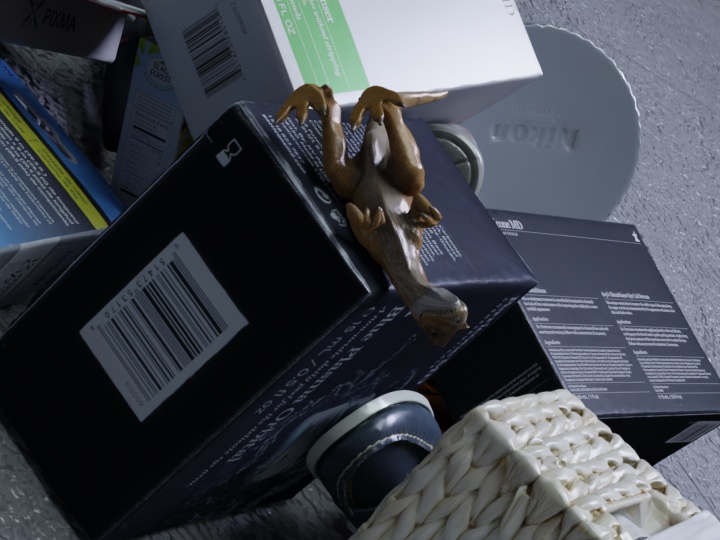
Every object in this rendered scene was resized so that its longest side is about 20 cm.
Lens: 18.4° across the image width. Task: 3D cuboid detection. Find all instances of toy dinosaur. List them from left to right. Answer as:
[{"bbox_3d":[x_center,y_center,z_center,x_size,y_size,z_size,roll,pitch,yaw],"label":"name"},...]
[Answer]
[{"bbox_3d":[0.007,-0.047,1.013,0.200,0.060,0.106,-96,164,-46],"label":"toy dinosaur"}]

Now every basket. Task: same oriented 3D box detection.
[{"bbox_3d":[0.062,0.163,1.074,0.123,0.200,0.136,49,21,18],"label":"basket"}]

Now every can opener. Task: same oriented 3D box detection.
[{"bbox_3d":[-0.135,-0.129,1.395,0.063,0.079,0.200,46,30,-24],"label":"can opener"}]

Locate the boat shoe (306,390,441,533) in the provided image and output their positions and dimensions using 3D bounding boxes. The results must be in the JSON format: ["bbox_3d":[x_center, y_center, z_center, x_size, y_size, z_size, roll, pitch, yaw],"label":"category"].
[{"bbox_3d":[0.020,0.120,1.179,0.062,0.075,0.200,60,-5,22],"label":"boat shoe"}]

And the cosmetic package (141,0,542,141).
[{"bbox_3d":[-0.007,-0.125,1.177,0.200,0.085,0.108,-15,81,-47],"label":"cosmetic package"}]

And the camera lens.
[{"bbox_3d":[0.090,-0.084,1.517,0.160,0.160,0.200,44,-11,-8],"label":"camera lens"}]

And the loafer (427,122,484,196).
[{"bbox_3d":[0.000,0.000,1.241,0.072,0.200,0.063,40,13,-2],"label":"loafer"}]

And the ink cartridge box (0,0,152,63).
[{"bbox_3d":[-0.174,-0.142,1.227,0.173,0.044,0.200,22,6,16],"label":"ink cartridge box"}]

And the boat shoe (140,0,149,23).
[{"bbox_3d":[-0.101,-0.177,1.350,0.200,0.072,0.072,13,83,-70],"label":"boat shoe"}]

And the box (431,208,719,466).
[{"bbox_3d":[0.120,0.044,1.312,0.200,0.079,0.141,4,56,-55],"label":"box"}]

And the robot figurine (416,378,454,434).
[{"bbox_3d":[0.037,0.088,1.337,0.200,0.058,0.145,23,34,-45],"label":"robot figurine"}]

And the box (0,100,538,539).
[{"bbox_3d":[-0.047,0.024,1.106,0.117,0.197,0.200,54,23,15],"label":"box"}]

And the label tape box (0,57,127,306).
[{"bbox_3d":[-0.212,-0.050,1.113,0.143,0.066,0.200,50,16,7],"label":"label tape box"}]

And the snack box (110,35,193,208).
[{"bbox_3d":[-0.048,-0.058,1.259,0.200,0.142,0.053,-4,25,-46],"label":"snack box"}]
